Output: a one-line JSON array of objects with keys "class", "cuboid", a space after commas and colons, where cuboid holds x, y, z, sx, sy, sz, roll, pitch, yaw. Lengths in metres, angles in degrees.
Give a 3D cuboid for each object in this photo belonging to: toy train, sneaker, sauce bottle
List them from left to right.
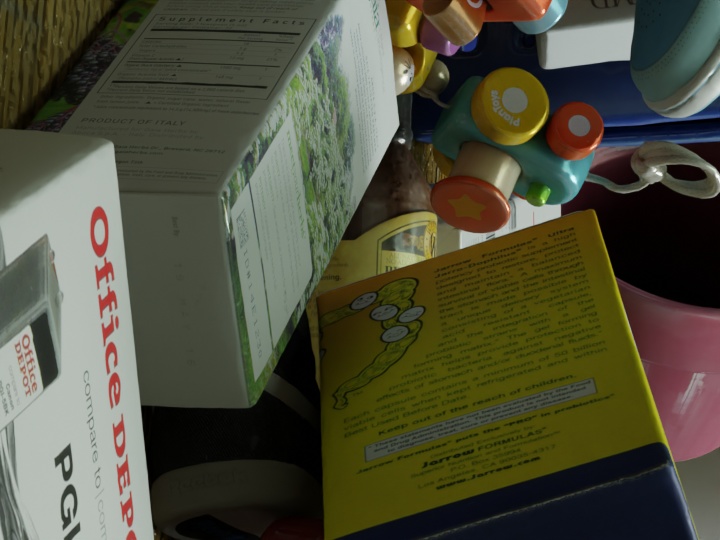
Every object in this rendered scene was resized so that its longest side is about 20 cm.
[{"class": "sneaker", "cuboid": [-0.034, 0.051, 0.919, 0.200, 0.073, 0.112, 64, 19, -74]}, {"class": "sauce bottle", "cuboid": [0.000, 0.000, 1.036, 0.065, 0.065, 0.200, 25, 66, -72]}, {"class": "toy train", "cuboid": [0.049, -0.069, 0.952, 0.200, 0.150, 0.056, 46, 63, -42]}, {"class": "sneaker", "cuboid": [0.113, -0.171, 1.011, 0.131, 0.080, 0.200, 22, 72, -25]}]

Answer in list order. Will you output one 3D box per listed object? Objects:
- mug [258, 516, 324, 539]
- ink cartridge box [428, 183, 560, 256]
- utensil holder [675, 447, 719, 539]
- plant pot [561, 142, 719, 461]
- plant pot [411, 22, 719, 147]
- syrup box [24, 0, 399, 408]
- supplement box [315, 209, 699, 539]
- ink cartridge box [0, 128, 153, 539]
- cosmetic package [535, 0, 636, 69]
[{"class": "mug", "cuboid": [-0.026, 0.197, 0.830, 0.178, 0.133, 0.200, -43, 151, -15]}, {"class": "ink cartridge box", "cuboid": [0.043, 0.021, 1.175, 0.200, 0.067, 0.116, -23, 114, -71]}, {"class": "utensil holder", "cuboid": [0.249, 0.198, 1.661, 0.170, 0.200, 0.170, 2, 90, -74]}, {"class": "plant pot", "cuboid": [0.190, 0.013, 1.490, 0.179, 0.200, 0.200, 98, 7, -47]}, {"class": "plant pot", "cuboid": [0.134, -0.156, 1.247, 0.200, 0.200, 0.180, 2, 85, -73]}, {"class": "syrup box", "cuboid": [-0.050, -0.041, 0.832, 0.200, 0.081, 0.079, -66, 154, -56]}, {"class": "supplement box", "cuboid": [0.052, 0.078, 0.825, 0.200, 0.109, 0.109, -94, 166, -67]}, {"class": "ink cartridge box", "cuboid": [-0.125, 0.059, 0.592, 0.200, 0.083, 0.147, -49, 137, -64]}, {"class": "cosmetic package", "cuboid": [0.118, -0.200, 1.114, 0.071, 0.101, 0.200, 69, 13, -80]}]
